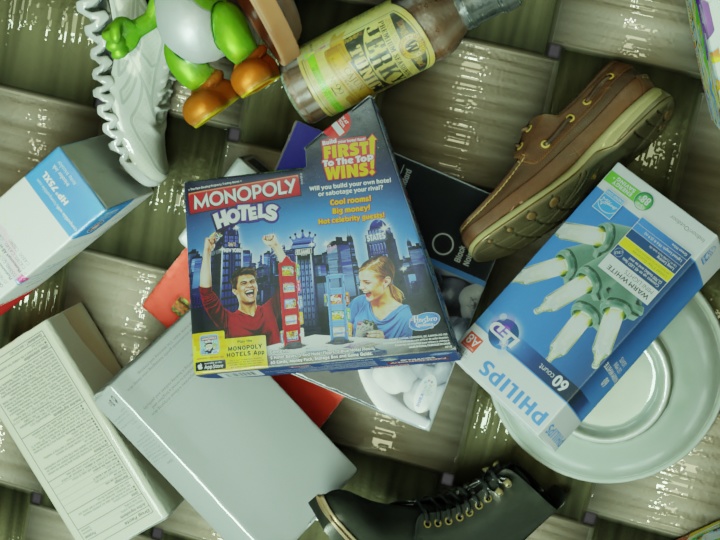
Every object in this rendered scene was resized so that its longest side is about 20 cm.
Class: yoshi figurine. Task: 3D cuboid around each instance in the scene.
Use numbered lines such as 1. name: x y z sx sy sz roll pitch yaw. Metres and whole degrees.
1. yoshi figurine: -0.151 -0.215 1.009 0.112 0.112 0.201 -32 97 -16

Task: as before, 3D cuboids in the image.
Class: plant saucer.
1. plant saucer: -0.099 -0.249 0.988 0.032 0.200 0.201 -31 93 -1
2. plant saucer: 0.200 0.083 1.062 0.198 0.050 0.202 2 101 11

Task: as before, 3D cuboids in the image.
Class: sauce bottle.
1. sauce bottle: 0.031 -0.186 1.038 0.199 0.065 0.065 -26 94 16

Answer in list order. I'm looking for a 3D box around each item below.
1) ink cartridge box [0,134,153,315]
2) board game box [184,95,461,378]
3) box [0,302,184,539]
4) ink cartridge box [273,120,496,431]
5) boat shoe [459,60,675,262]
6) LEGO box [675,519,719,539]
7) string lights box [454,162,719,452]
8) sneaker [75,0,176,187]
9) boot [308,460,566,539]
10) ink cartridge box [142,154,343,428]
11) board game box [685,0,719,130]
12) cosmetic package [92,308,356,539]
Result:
1. ink cartridge box: -0.284 -0.027 1.108 0.200 0.116 0.067 -37 93 15
2. board game box: -0.030 -0.024 0.998 0.198 0.062 0.202 -5 78 7
3. box: -0.244 0.141 1.151 0.095 0.078 0.201 -29 94 15
4. ink cartridge box: 0.000 0.000 1.048 0.199 0.043 0.199 22 83 1
5. boat shoe: 0.152 -0.086 1.020 0.200 0.072 0.068 -40 68 -3
6. LEGO box: 0.369 0.257 1.045 0.199 0.077 0.150 -29 94 15
7. string lights box: 0.174 0.029 1.004 0.200 0.059 0.103 -48 61 -2
8. sneaker: -0.182 -0.170 1.086 0.080 0.075 0.202 -10 99 4
9. boot: 0.065 0.192 1.070 0.138 0.078 0.200 -47 132 11
10. ink cartridge box: -0.074 0.030 1.113 0.200 0.044 0.174 39 104 2
11. board game box: 0.294 -0.157 0.917 0.102 0.200 0.106 -13 99 14
12. cosmetic package: -0.113 0.139 1.092 0.113 0.081 0.200 -43 95 -25
